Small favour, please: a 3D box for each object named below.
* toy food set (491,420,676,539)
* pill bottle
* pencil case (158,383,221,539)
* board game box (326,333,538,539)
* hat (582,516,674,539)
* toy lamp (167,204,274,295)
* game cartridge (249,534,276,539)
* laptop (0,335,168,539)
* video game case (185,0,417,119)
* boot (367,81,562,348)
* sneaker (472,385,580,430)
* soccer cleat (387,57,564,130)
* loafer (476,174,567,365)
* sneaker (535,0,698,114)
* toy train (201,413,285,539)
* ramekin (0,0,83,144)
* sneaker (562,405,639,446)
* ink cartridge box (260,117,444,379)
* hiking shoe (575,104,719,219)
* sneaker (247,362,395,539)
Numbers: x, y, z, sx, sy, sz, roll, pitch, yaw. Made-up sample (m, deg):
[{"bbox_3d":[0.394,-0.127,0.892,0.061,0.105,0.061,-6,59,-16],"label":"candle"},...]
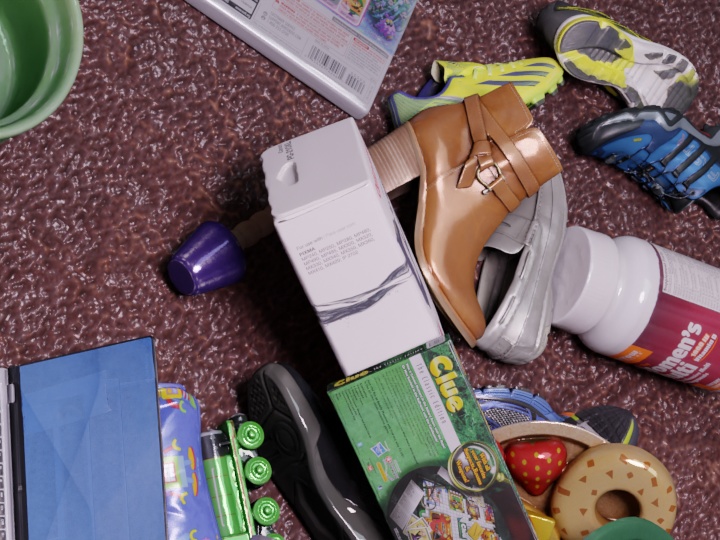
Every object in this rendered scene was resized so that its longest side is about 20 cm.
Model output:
[{"bbox_3d":[0.144,0.218,1.586,0.199,0.049,0.199,16,103,-7],"label":"toy food set"},{"bbox_3d":[0.261,0.033,1.787,0.199,0.109,0.110,18,64,-25],"label":"pill bottle"},{"bbox_3d":[-0.145,0.183,1.496,0.086,0.078,0.201,-12,79,-10],"label":"pencil case"},{"bbox_3d":[0.060,0.158,1.532,0.104,0.023,0.201,-22,104,7],"label":"board game box"},{"bbox_3d":[0.145,0.288,1.568,0.199,0.175,0.167,-28,102,-40],"label":"hat"},{"bbox_3d":[-0.077,-0.039,1.635,0.200,0.058,0.058,-34,92,-35],"label":"toy lamp"},{"bbox_3d":[-0.036,0.298,1.507,0.200,0.038,0.130,42,56,-38],"label":"game cartridge"},{"bbox_3d":[-0.255,0.146,1.419,0.199,0.116,0.189,5,70,-31],"label":"laptop"},{"bbox_3d":[-0.046,-0.258,1.754,0.199,0.024,0.183,33,58,-17],"label":"video game case"},{"bbox_3d":[0.104,-0.050,1.700,0.155,0.077,0.201,-26,83,-7],"label":"boot"},{"bbox_3d":[0.141,0.150,1.693,0.199,0.075,0.079,18,67,-24],"label":"sneaker"},{"bbox_3d":[0.107,-0.164,1.791,0.200,0.065,0.084,-29,86,-36],"label":"soccer cleat"},{"bbox_3d":[0.137,-0.018,1.751,0.069,0.070,0.201,21,64,-31],"label":"loafer"},{"bbox_3d":[0.246,-0.205,1.886,0.199,0.075,0.085,27,17,-41],"label":"sneaker"},{"bbox_3d":[-0.089,0.212,1.547,0.056,0.042,0.201,-8,77,-23],"label":"toy train"},{"bbox_3d":[-0.320,-0.177,1.506,0.199,0.098,0.201,12,67,-29],"label":"ramekin"},{"bbox_3d":[0.177,0.202,1.660,0.081,0.074,0.201,19,107,-42],"label":"sneaker"},{"bbox_3d":[0.000,0.000,1.568,0.084,0.145,0.201,-23,115,4],"label":"ink cartridge box"},{"bbox_3d":[0.292,-0.101,1.876,0.199,0.074,0.087,7,68,-30],"label":"hiking shoe"},{"bbox_3d":[-0.010,0.147,1.599,0.114,0.076,0.200,-38,98,-37],"label":"sneaker"}]
